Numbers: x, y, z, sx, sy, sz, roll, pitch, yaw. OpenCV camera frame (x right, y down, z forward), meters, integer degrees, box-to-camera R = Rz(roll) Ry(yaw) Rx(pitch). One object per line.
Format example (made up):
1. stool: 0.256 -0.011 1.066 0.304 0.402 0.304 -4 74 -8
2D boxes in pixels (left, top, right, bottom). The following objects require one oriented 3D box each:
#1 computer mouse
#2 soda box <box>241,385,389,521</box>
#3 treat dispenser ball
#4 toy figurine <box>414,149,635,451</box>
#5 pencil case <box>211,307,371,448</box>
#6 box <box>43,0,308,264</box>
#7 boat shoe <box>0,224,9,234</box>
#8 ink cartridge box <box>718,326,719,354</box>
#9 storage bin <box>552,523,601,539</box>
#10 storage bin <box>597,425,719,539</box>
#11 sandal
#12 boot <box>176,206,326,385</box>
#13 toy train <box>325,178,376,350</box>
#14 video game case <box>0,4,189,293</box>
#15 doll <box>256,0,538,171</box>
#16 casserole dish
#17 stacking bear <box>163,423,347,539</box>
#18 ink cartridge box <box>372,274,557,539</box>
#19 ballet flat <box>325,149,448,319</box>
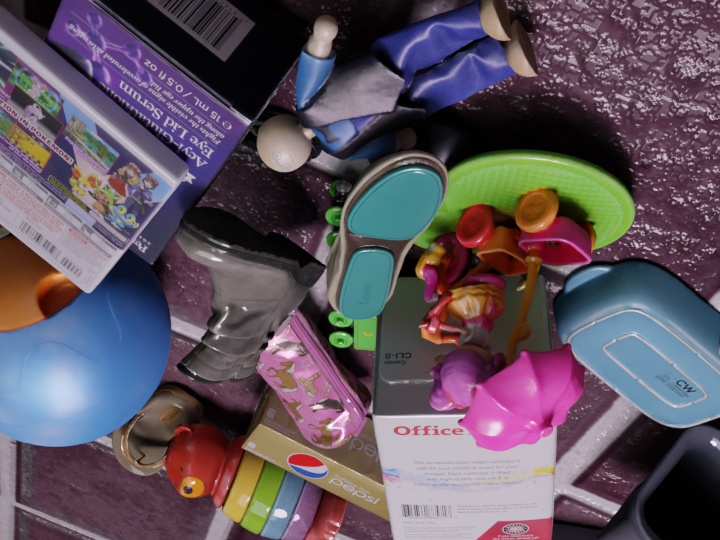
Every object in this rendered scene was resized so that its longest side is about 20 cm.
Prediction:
1. computer mouse: -0.005 -0.095 0.799 0.197 0.034 0.059 5 139 19
2. soda box: -0.019 0.190 1.102 0.198 0.068 0.064 28 140 -8
3. treat dispenser ball: -0.272 0.057 0.956 0.197 0.203 0.203 12 140 10
4. toy figurine: 0.095 0.037 0.761 0.198 0.187 0.149 -11 149 41
5. pencil case: -0.061 0.080 0.987 0.082 0.087 0.201 -26 128 6
6. box: -0.153 -0.124 0.764 0.147 0.105 0.200 36 138 -8
7. boat shoe: -0.316 -0.076 0.924 0.198 0.075 0.069 -25 115 31
8. ink cartridge box: 0.318 -0.014 0.726 0.102 0.060 0.202 10 140 13
9. storage bin: 0.236 0.359 1.140 0.197 0.146 0.136 4 128 19
10. storage bin: 0.316 0.251 0.936 0.200 0.145 0.135 45 154 7
11. sandal: -0.242 0.196 1.219 0.080 0.055 0.200 31 139 -14
12. boot: -0.100 0.032 0.808 0.067 0.132 0.200 34 -176 21
13. toy train: 0.000 0.000 0.902 0.055 0.042 0.202 5 139 3
14. video game case: -0.237 -0.089 0.751 0.199 0.023 0.182 41 138 -10
15. doll: 0.012 -0.123 0.706 0.198 0.049 0.136 -24 141 24
16. casserole dish: 0.246 0.070 0.873 0.199 0.039 0.121 37 139 -20
17. stacking bear: -0.120 0.232 1.157 0.197 0.115 0.122 23 131 -6
18. ink cartridge box: 0.091 0.121 0.897 0.143 0.146 0.202 -1 138 6
19. ballet flat: 0.013 -0.040 0.778 0.069 0.070 0.201 23 142 -3
